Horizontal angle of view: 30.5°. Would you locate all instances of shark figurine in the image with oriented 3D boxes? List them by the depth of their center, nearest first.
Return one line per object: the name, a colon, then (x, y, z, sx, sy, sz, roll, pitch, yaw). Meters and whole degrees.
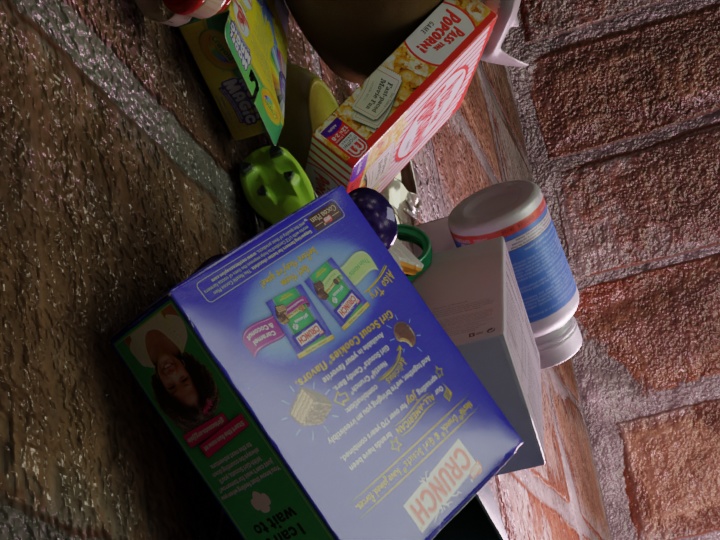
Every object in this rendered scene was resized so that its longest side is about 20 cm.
shark figurine: (0.136, -0.263, 1.127, 0.128, 0.089, 0.215, -119, -158, -63)

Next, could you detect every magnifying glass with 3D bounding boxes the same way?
magnifying glass: (0.019, 0.012, 1.291, 0.200, 0.079, 0.022, -67, 157, -52)

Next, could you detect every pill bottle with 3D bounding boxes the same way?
pill bottle: (0.183, 0.009, 1.496, 0.112, 0.112, 0.200, -76, 144, -64)

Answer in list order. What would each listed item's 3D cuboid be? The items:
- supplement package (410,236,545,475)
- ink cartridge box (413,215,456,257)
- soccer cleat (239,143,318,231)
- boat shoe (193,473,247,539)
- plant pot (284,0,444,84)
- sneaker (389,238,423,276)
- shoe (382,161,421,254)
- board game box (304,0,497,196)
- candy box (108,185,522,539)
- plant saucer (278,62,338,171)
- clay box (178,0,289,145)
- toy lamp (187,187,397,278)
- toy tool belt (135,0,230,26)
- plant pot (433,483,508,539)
supplement package: (0.090, 0.091, 1.298, 0.200, 0.151, 0.151, -78, 151, -62)
ink cartridge box: (0.116, 0.057, 1.585, 0.147, 0.082, 0.200, -90, 159, -47)
soccer cleat: (-0.039, -0.011, 1.025, 0.081, 0.067, 0.200, 62, 3, -60)
boat shoe: (-0.066, 0.109, 0.832, 0.062, 0.074, 0.200, 69, 19, -46)
plant pot: (0.007, -0.260, 1.161, 0.200, 0.186, 0.187, 84, -1, -61)
sneaker: (0.000, 0.000, 1.202, 0.078, 0.077, 0.200, 43, 14, 5)
shoe: (0.039, -0.102, 1.505, 0.070, 0.053, 0.201, 30, 46, -71)
board game box: (0.028, -0.132, 1.141, 0.046, 0.200, 0.152, 38, -23, 9)
candy box: (-0.021, 0.074, 0.784, 0.200, 0.077, 0.169, 55, 44, 1)
plant saucer: (-0.034, -0.108, 1.273, 0.200, 0.031, 0.201, -14, 90, -77)
clay box: (-0.099, -0.196, 1.065, 0.200, 0.047, 0.115, -89, 161, -48)
toy lamp: (-0.051, -0.003, 0.897, 0.200, 0.058, 0.058, -30, 107, -45)
toy tool belt: (-0.097, -0.265, 0.959, 0.123, 0.125, 0.201, 10, 64, -51)
plant pot: (0.010, 0.124, 0.997, 0.141, 0.141, 0.200, 60, 13, -47)
